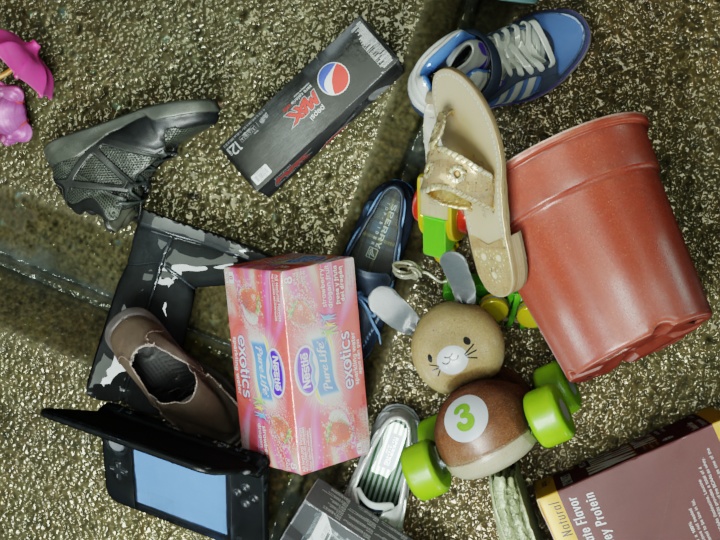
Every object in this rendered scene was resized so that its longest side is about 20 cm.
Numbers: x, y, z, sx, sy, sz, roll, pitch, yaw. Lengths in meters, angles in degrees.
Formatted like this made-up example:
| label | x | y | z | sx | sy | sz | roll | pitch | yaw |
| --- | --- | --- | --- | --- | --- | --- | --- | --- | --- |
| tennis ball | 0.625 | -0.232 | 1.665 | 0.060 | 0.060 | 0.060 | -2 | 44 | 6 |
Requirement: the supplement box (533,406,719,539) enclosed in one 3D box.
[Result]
| label | x | y | z | sx | sy | sz | roll | pitch | yaw |
| --- | --- | --- | --- | --- | --- | --- | --- | --- | --- |
| supplement box | 0.297 | 0.265 | 1.262 | 0.198 | 0.133 | 0.199 | -24 | 86 | 5 |

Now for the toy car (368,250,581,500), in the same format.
| label | x | y | z | sx | sy | sz | roll | pitch | yaw |
| --- | --- | --- | --- | --- | --- | --- | --- | --- | --- |
| toy car | 0.095 | 0.088 | 1.256 | 0.163 | 0.158 | 0.202 | -26 | 95 | 18 |

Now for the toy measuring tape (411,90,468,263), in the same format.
| label | x | y | z | sx | sy | sz | roll | pitch | yaw |
| --- | --- | --- | --- | --- | --- | --- | --- | --- | --- |
| toy measuring tape | 0.088 | -0.097 | 1.303 | 0.073 | 0.074 | 0.202 | 2 | 124 | 7 |

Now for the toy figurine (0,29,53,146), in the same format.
| label | x | y | z | sx | sy | sz | roll | pitch | yaw |
| --- | --- | --- | --- | --- | --- | --- | --- | --- | --- |
| toy figurine | -0.416 | -0.179 | 1.377 | 0.181 | 0.150 | 0.203 | -6 | 110 | -3 |

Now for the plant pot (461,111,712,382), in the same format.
| label | x | y | z | sx | sy | sz | roll | pitch | yaw |
| --- | --- | --- | --- | --- | --- | --- | --- | --- | --- |
| plant pot | 0.223 | -0.013 | 1.230 | 0.199 | 0.201 | 0.197 | -25 | 76 | 6 |

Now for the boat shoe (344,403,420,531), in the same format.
| label | x | y | z | sx | sy | sz | roll | pitch | yaw |
| --- | --- | --- | --- | --- | --- | --- | --- | --- | --- |
| boat shoe | 0.011 | 0.235 | 1.330 | 0.073 | 0.067 | 0.203 | 11 | 92 | 7 |

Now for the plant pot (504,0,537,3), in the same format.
| label | x | y | z | sx | sy | sz | roll | pitch | yaw |
| --- | --- | --- | --- | --- | --- | --- | --- | --- | --- |
| plant pot | 0.127 | -0.366 | 1.281 | 0.197 | 0.200 | 0.190 | 10 | 105 | 7 |

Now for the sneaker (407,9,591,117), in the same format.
| label | x | y | z | sx | sy | sz | roll | pitch | yaw |
| --- | --- | --- | --- | --- | --- | --- | --- | --- | --- |
| sneaker | 0.139 | -0.208 | 1.287 | 0.198 | 0.146 | 0.081 | -24 | 86 | 6 |

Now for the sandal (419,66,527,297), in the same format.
| label | x | y | z | sx | sy | sz | roll | pitch | yaw |
| --- | --- | --- | --- | --- | --- | --- | --- | --- | --- |
| sandal | 0.088 | -0.071 | 1.163 | 0.069 | 0.077 | 0.214 | -24 | 101 | -32 |

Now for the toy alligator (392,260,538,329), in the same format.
| label | x | y | z | sx | sy | sz | roll | pitch | yaw |
| --- | --- | --- | --- | --- | --- | --- | --- | --- | --- |
| toy alligator | 0.125 | 0.029 | 1.324 | 0.197 | 0.060 | 0.055 | 9 | 133 | -4 |

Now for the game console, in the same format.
| label | x | y | z | sx | sy | sz | roll | pitch | yaw |
| --- | --- | --- | --- | --- | --- | --- | --- | --- | --- |
| game console | -0.200 | 0.209 | 1.281 | 0.198 | 0.116 | 0.178 | 16 | 121 | 23 |

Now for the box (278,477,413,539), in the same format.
| label | x | y | z | sx | sy | sz | roll | pitch | yaw |
| --- | --- | --- | --- | --- | --- | --- | --- | --- | --- |
| box | -0.001 | 0.327 | 1.305 | 0.199 | 0.050 | 0.159 | 33 | 116 | 3 |

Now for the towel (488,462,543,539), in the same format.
| label | x | y | z | sx | sy | sz | roll | pitch | yaw |
| --- | --- | --- | --- | --- | --- | --- | --- | --- | --- |
| towel | 0.164 | 0.280 | 1.273 | 0.036 | 0.148 | 0.202 | -19 | 89 | 8 |

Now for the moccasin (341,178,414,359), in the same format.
| label | x | y | z | sx | sy | sz | roll | pitch | yaw |
| --- | --- | --- | --- | --- | --- | --- | --- | --- | --- |
| moccasin | 0.000 | 0.000 | 1.338 | 0.079 | 0.068 | 0.203 | 14 | 90 | 7 |

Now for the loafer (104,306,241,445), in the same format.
| label | x | y | z | sx | sy | sz | roll | pitch | yaw |
| --- | --- | --- | --- | --- | --- | --- | --- | --- | --- |
| loafer | -0.183 | 0.125 | 1.316 | 0.073 | 0.071 | 0.200 | -42 | 121 | 3 |

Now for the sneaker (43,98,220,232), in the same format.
| label | x | y | z | sx | sy | sz | roll | pitch | yaw |
| --- | --- | --- | --- | --- | --- | --- | --- | --- | --- |
| sneaker | -0.228 | -0.109 | 1.368 | 0.197 | 0.076 | 0.116 | -20 | 88 | 9 |

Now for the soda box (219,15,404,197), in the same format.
| label | x | y | z | sx | sy | sz | roll | pitch | yaw |
| --- | --- | --- | --- | --- | --- | --- | --- | --- | --- |
| soda box | -0.048 | -0.167 | 1.347 | 0.200 | 0.071 | 0.063 | -42 | 83 | 4 |

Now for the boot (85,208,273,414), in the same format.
| label | x | y | z | sx | sy | sz | roll | pitch | yaw |
| --- | --- | --- | --- | --- | --- | --- | --- | --- | --- |
| boot | -0.185 | 0.057 | 1.361 | 0.163 | 0.066 | 0.202 | 19 | 92 | 3 |

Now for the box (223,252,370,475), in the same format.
| label | x | y | z | sx | sy | sz | roll | pitch | yaw |
| --- | --- | --- | --- | --- | --- | --- | --- | --- | --- |
| box | -0.062 | 0.089 | 1.295 | 0.102 | 0.094 | 0.203 | 5 | 103 | 49 |
